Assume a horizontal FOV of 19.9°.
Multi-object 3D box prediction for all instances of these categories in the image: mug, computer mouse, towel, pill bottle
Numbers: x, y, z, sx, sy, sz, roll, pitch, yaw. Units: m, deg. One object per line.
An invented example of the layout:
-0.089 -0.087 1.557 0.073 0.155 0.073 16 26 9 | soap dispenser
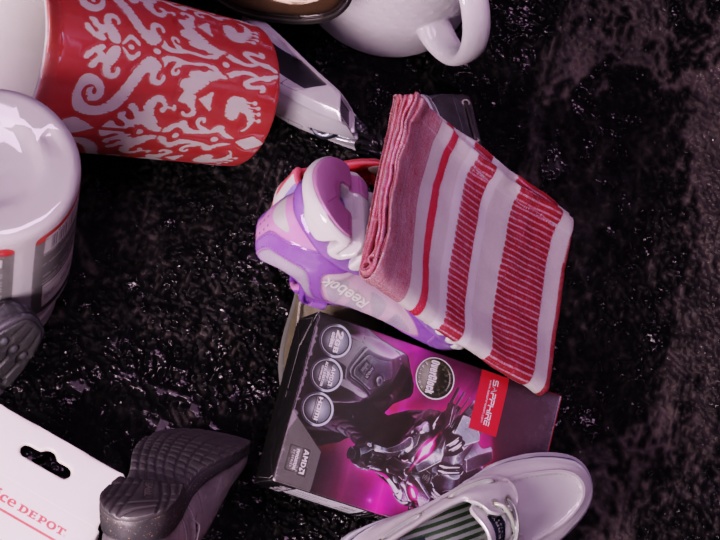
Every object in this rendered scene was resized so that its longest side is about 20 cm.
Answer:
-0.170 -0.163 1.491 0.199 0.133 0.179 8 69 -35 | mug
0.045 -0.251 1.582 0.147 0.176 0.201 -20 71 -19 | mug
-0.033 -0.117 1.561 0.044 0.110 0.200 -44 67 -5 | computer mouse
0.079 -0.016 1.419 0.200 0.023 0.145 34 57 -39 | towel
-0.252 -0.029 1.403 0.113 0.200 0.115 4 65 -9 | pill bottle

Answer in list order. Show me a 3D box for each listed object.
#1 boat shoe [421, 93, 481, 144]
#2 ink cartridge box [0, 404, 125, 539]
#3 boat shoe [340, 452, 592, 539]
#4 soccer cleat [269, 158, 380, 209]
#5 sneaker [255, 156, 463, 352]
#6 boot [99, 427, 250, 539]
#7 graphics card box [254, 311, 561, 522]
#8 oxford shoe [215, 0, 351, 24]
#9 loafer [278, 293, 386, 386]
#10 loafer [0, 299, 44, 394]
0.089 -0.050 1.565 0.066 0.070 0.201 -12 61 -15 | boat shoe
-0.253 0.203 1.370 0.117 0.067 0.201 29 64 4 | ink cartridge box
0.080 0.180 1.392 0.199 0.067 0.074 -23 94 -19 | boat shoe
0.035 -0.049 1.469 0.198 0.073 0.069 -3 62 -14 | soccer cleat
0.000 0.000 1.421 0.200 0.088 0.081 38 36 -40 | sneaker
-0.132 0.191 1.394 0.069 0.200 0.133 8 106 18 | boot
0.036 0.119 1.446 0.199 0.051 0.126 20 76 -16 | graphics card box
-0.098 -0.244 1.538 0.199 0.084 0.073 24 77 6 | oxford shoe
-0.018 0.027 1.500 0.075 0.070 0.201 5 65 -10 | loafer
-0.305 0.077 1.387 0.200 0.068 0.071 -35 55 6 | loafer
